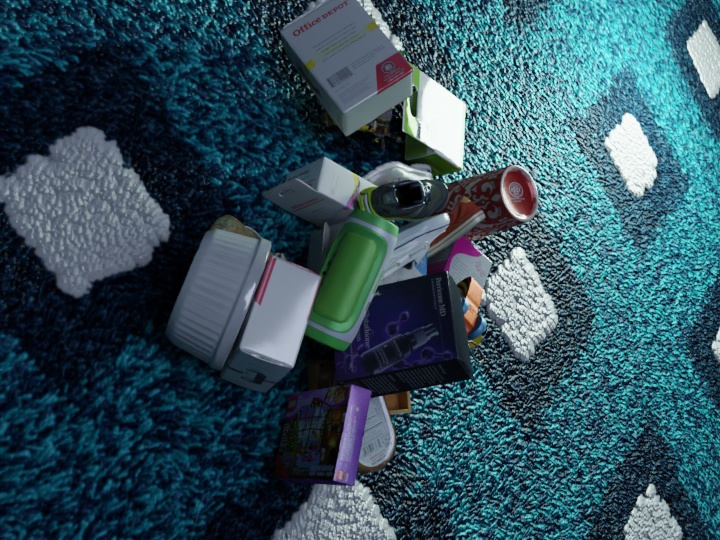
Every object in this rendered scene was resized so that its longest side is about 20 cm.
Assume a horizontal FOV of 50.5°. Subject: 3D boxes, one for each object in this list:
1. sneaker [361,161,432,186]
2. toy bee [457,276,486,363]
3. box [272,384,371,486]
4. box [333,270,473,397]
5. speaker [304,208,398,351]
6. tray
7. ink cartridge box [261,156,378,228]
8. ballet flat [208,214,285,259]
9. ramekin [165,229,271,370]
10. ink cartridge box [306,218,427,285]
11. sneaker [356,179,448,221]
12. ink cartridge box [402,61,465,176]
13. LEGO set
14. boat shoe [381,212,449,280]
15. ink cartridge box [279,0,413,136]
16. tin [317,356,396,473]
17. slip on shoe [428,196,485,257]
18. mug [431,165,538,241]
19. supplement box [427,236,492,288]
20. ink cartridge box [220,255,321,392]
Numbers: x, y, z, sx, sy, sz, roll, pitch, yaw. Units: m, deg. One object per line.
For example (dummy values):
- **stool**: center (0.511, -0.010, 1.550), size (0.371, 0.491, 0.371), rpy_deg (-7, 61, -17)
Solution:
- **sneaker**: center (0.072, -0.153, 1.422), size (0.199, 0.075, 0.083), rpy_deg (-10, 78, -40)
- **toy bee**: center (0.152, 0.094, 1.310), size (0.131, 0.108, 0.200), rpy_deg (57, 28, -3)
- **box**: center (-0.062, 0.250, 1.155), size (0.039, 0.200, 0.138), rpy_deg (22, 67, -27)
- **box**: center (0.063, 0.104, 1.191), size (0.104, 0.199, 0.149), rpy_deg (51, 29, -57)
- **speaker**: center (-0.016, 0.014, 1.136), size (0.088, 0.088, 0.201), rpy_deg (25, 88, -32)
- **tray**: center (-0.001, 0.203, 1.321), size (0.199, 0.037, 0.099), rpy_deg (3, 79, -37)
- **ink cartridge box**: center (-0.054, -0.125, 1.294), size (0.199, 0.116, 0.068), rpy_deg (25, 65, -33)
- **ballet flat**: center (-0.158, -0.017, 1.225), size (0.200, 0.070, 0.071), rpy_deg (42, 58, -25)
- **ramekin**: center (-0.206, 0.034, 1.093), size (0.094, 0.202, 0.203), rpy_deg (22, 66, -10)
- **ink cartridge box**: center (0.000, 0.000, 1.305), size (0.199, 0.125, 0.130), rpy_deg (17, 70, -34)
- **sneaker**: center (0.089, -0.120, 1.282), size (0.199, 0.081, 0.074), rpy_deg (-17, 94, -44)
- **ink cartridge box**: center (0.117, -0.287, 1.467), size (0.199, 0.075, 0.149), rpy_deg (22, 67, -46)
- **LEGO set**: center (0.004, -0.325, 1.413), size (0.153, 0.116, 0.201), rpy_deg (3, 73, -8)
- **boat shoe**: center (0.071, -0.033, 1.250), size (0.199, 0.073, 0.067), rpy_deg (-25, 98, -27)
- **ink cartridge box**: center (-0.023, -0.356, 1.306), size (0.145, 0.083, 0.201), rpy_deg (-33, 73, -7)
- **tin**: center (-0.003, 0.237, 1.267), size (0.112, 0.042, 0.201), rpy_deg (-21, 94, -44)
- **slip on shoe**: center (0.135, -0.065, 1.397), size (0.061, 0.200, 0.074), rpy_deg (56, 26, 5)
- **mug**: center (0.243, -0.138, 1.482), size (0.178, 0.199, 0.134), rpy_deg (-45, 108, -35)
- **supplement box**: center (0.155, 0.044, 1.437), size (0.101, 0.103, 0.201), rpy_deg (39, 60, -25)
- **ink cartridge box**: center (-0.136, 0.086, 1.122), size (0.084, 0.200, 0.147), rpy_deg (22, 67, -12)
